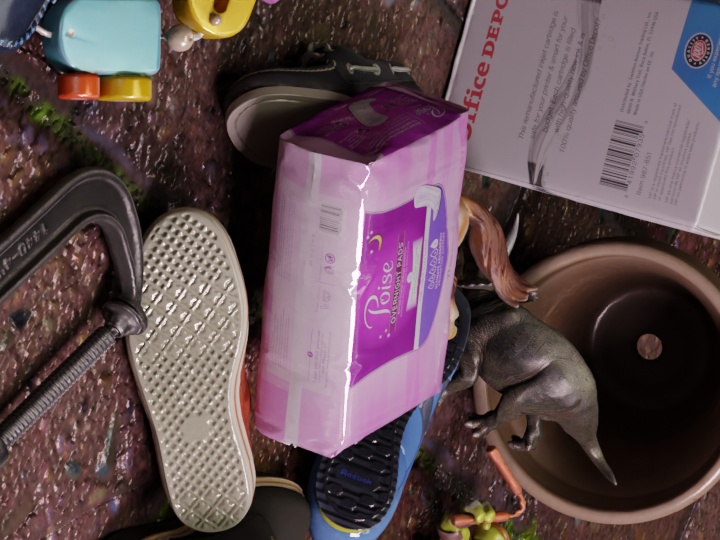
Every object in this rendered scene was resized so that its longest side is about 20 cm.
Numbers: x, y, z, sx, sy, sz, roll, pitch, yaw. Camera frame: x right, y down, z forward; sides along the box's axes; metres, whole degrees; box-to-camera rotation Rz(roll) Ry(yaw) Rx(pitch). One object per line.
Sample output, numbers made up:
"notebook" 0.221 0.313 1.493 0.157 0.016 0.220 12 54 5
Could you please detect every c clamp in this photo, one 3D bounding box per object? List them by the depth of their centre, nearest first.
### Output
"c clamp" -0.177 0.046 1.600 0.200 0.027 0.171 -51 137 -30

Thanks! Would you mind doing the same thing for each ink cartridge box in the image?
"ink cartridge box" 0.165 -0.114 1.909 0.084 0.199 0.146 13 93 -61

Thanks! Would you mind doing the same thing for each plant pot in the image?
"plant pot" 0.194 0.069 2.085 0.175 0.199 0.202 -24 126 -74

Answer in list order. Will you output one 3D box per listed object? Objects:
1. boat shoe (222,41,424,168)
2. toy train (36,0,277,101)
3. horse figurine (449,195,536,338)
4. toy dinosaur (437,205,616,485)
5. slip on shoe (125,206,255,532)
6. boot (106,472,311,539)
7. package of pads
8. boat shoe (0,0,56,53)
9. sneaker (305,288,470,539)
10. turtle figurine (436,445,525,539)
"boat shoe" -0.023 -0.104 1.766 0.199 0.072 0.063 6 56 -54
"toy train" -0.121 -0.180 1.560 0.200 0.055 0.151 -44 113 -24
"horse figurine" 0.021 -0.005 1.833 0.199 0.050 0.134 -12 112 -35
"toy dinosaur" 0.110 0.068 1.965 0.102 0.200 0.077 -42 174 35
"slip on shoe" -0.097 0.054 1.705 0.061 0.074 0.201 -90 174 -66
"boot" -0.054 0.190 1.757 0.200 0.138 0.078 -26 125 -53
"package of pads" 0.000 0.000 1.711 0.120 0.075 0.201 -30 133 -50
"boat shoe" -0.160 -0.208 1.450 0.084 0.068 0.201 11 91 -45
"sneaker" 0.013 0.098 1.911 0.079 0.066 0.201 112 2 -64
"turtle figurine" 0.055 0.218 2.022 0.161 0.064 0.201 -43 147 -30
